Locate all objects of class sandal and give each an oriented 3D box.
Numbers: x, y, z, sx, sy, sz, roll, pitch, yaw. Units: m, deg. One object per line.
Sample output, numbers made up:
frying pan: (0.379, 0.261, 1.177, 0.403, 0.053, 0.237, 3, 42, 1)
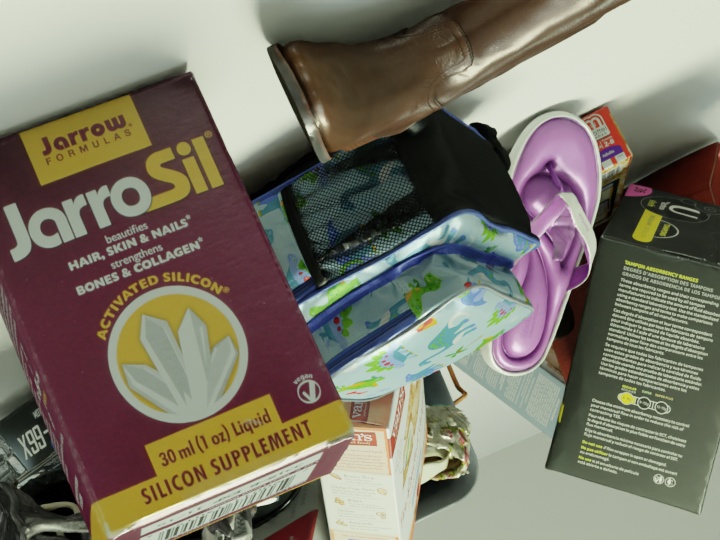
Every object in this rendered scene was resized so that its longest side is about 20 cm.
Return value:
sandal: (0.138, -0.014, 1.281, 0.082, 0.050, 0.204, -3, 114, -27)

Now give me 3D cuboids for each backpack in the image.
backpack: (0.000, 0.000, 1.112, 0.199, 0.148, 0.183, -26, 165, 18)

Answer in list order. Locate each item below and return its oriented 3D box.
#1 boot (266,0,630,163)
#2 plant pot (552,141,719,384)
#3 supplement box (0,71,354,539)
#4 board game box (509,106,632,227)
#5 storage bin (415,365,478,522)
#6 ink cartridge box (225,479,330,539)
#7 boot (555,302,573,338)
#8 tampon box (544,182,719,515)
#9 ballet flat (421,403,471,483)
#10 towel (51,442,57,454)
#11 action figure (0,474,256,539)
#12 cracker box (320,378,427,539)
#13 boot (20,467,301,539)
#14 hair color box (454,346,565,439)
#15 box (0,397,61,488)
boot: (0.060, -0.125, 0.900, 0.199, 0.064, 0.186, -25, -179, 10)
plant pot: (0.256, 0.023, 1.556, 0.175, 0.201, 0.200, -17, -170, 17)
supplement box: (-0.103, 0.025, 0.876, 0.130, 0.201, 0.103, -22, 167, -14)
board game box: (0.132, -0.050, 1.398, 0.151, 0.046, 0.200, -26, 168, -1)
storage bin: (0.012, 0.116, 1.542, 0.145, 0.201, 0.134, -23, 179, -10)
ink cartridge box: (-0.107, 0.222, 1.360, 0.199, 0.147, 0.083, -12, 132, 23)
boot: (0.044, 0.063, 1.410, 0.186, 0.065, 0.200, 7, 149, -37)
tampon box: (0.235, 0.057, 1.390, 0.150, 0.126, 0.201, -48, 151, -66)
ballet flat: (-0.002, 0.153, 1.428, 0.199, 0.064, 0.076, -12, 137, -8)
towel: (-0.144, 0.118, 1.291, 0.146, 0.024, 0.200, -22, 164, -7)
action figure: (-0.128, 0.158, 1.098, 0.199, 0.103, 0.119, -8, 161, -30)
cracker box: (0.010, 0.114, 1.271, 0.057, 0.134, 0.200, 3, 141, 9)
boot: (-0.140, 0.155, 1.240, 0.197, 0.074, 0.162, -17, 167, 2)
hair color box: (0.171, 0.090, 1.698, 0.099, 0.200, 0.061, -13, 131, -45)
box: (-0.172, 0.098, 1.355, 0.200, 0.050, 0.157, -34, 165, 32)
